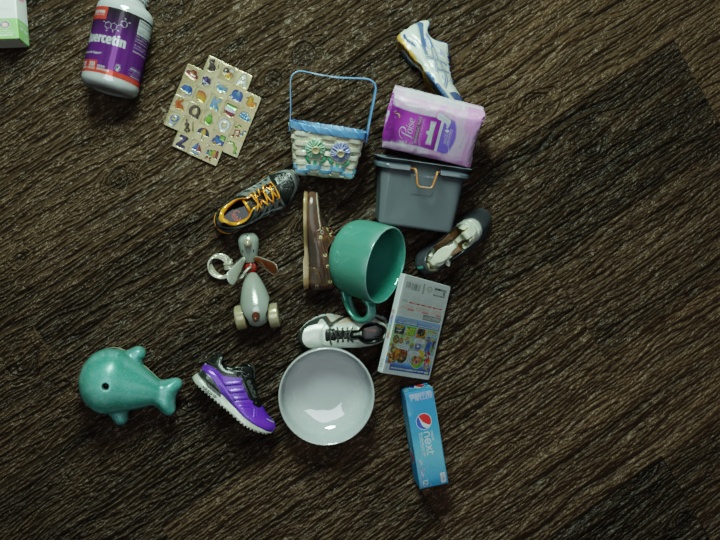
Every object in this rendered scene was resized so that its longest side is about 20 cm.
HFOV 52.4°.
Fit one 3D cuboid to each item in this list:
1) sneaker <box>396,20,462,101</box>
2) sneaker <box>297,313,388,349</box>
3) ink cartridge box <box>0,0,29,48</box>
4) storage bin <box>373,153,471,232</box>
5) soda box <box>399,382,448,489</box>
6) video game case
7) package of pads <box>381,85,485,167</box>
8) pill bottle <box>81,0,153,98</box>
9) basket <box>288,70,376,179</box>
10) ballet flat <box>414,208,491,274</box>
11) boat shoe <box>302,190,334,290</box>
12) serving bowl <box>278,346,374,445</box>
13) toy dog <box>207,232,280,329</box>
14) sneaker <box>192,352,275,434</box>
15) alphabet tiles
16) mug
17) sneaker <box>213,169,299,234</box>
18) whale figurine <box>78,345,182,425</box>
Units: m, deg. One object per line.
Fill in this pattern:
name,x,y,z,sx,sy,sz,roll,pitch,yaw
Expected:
sneaker,0.163,-0.428,1.520,0.088,0.075,0.201,-38,95,-5
sneaker,-0.032,0.125,1.506,0.196,0.080,0.075,-8,93,-4
ink cartridge box,-0.719,-0.543,1.424,0.114,0.067,0.205,-3,92,-6
storage bin,0.118,-0.155,1.495,0.196,0.146,0.137,6,100,-6
soda box,0.131,0.343,1.531,0.063,0.068,0.205,-9,92,-7
video game case,0.113,0.119,1.515,0.141,0.018,0.204,14,89,-40
package of pads,0.147,-0.294,1.492,0.196,0.076,0.122,14,123,-1
pill bottle,-0.471,-0.449,1.431,0.110,0.112,0.204,12,89,-6
basket,-0.060,-0.289,1.465,0.172,0.139,0.205,4,99,-6
ballet flat,0.201,-0.059,1.533,0.199,0.073,0.074,-36,94,-5
boat shoe,-0.086,-0.061,1.502,0.069,0.070,0.205,-1,99,1
serving bowl,-0.071,0.250,1.503,0.195,0.066,0.205,-1,99,-5
toy dog,-0.221,0.031,1.473,0.130,0.096,0.203,-28,94,-5
sneaker,-0.237,0.245,1.489,0.199,0.070,0.100,40,84,-6
alphabet tiles,-0.304,-0.328,1.505,0.164,0.006,0.203,23,89,-6
mug,-0.001,-0.010,1.465,0.113,0.153,0.187,16,67,31
sneaker,-0.208,-0.138,1.483,0.198,0.077,0.079,-35,93,-6
whale figurine,-0.457,0.231,1.447,0.196,0.104,0.162,18,89,-6
